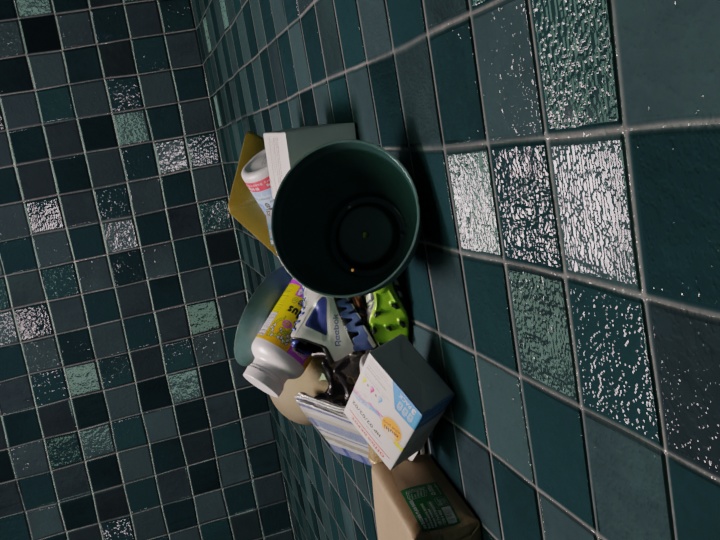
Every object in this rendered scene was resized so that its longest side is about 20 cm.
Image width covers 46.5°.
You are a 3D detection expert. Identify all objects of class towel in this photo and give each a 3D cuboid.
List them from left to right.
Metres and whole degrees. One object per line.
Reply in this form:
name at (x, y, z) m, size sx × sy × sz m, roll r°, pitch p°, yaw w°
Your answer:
towel at (-0.025, 0.292, 1.506) m, size 0.145 × 0.024 × 0.201 m, roll 14°, pitch 148°, yaw 34°

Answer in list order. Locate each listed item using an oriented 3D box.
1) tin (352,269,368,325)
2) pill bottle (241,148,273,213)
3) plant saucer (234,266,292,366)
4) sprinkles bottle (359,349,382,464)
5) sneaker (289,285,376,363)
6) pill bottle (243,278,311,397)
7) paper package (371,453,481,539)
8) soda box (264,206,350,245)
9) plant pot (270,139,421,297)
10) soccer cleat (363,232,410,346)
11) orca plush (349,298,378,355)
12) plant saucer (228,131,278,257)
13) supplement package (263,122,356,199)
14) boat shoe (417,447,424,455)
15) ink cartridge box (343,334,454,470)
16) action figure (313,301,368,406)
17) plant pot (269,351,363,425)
tin at (0.000, 0.000, 1.406) m, size 0.113 × 0.041 × 0.202 m, roll 100°, pitch 153°, yaw -48°
pill bottle at (-0.131, -0.129, 1.577) m, size 0.201 × 0.108 × 0.109 m, roll 59°, pitch 175°, yaw -27°
plant saucer at (-0.158, 0.091, 1.537) m, size 0.036 × 0.200 × 0.202 m, roll 25°, pitch 141°, yaw 19°
sprinkles bottle at (0.038, 0.230, 1.381) m, size 0.068 × 0.067 × 0.203 m, roll -126°, pitch 28°, yaw -58°
sneaker at (-0.070, 0.066, 1.307) m, size 0.200 × 0.114 × 0.081 m, roll 56°, pitch 175°, yaw 32°
pill bottle at (-0.120, 0.115, 1.454) m, size 0.103 × 0.202 × 0.105 m, roll 28°, pitch 162°, yaw 10°
paper package at (0.096, 0.400, 1.230) m, size 0.200 × 0.102 × 0.194 m, roll -133°, pitch 33°, yaw -65°
soda box at (-0.066, -0.074, 1.362) m, size 0.198 × 0.068 × 0.065 m, roll 5°, pitch 110°, yaw 44°
plant pot at (-0.006, -0.057, 1.123) m, size 0.134 × 0.197 × 0.204 m, roll 30°, pitch -137°, yaw -73°
soccer cleat at (0.036, 0.028, 1.255) m, size 0.081 × 0.066 × 0.203 m, roll -65°, pitch -36°, yaw -62°
orca plush at (-0.006, 0.120, 1.459) m, size 0.106 × 0.070 × 0.202 m, roll 98°, pitch 155°, yaw -55°
plant saucer at (-0.169, -0.150, 1.675) m, size 0.200 × 0.048 × 0.203 m, roll 44°, pitch -137°, yaw -43°
supplement package at (-0.082, -0.180, 1.403) m, size 0.200 × 0.119 × 0.122 m, roll -152°, pitch 54°, yaw -71°
boat shoe at (0.060, 0.234, 1.312) m, size 0.076 × 0.059 × 0.203 m, roll -139°, pitch 39°, yaw -66°
ink cartridge box at (0.046, 0.200, 1.196) m, size 0.115 × 0.067 × 0.201 m, roll 48°, pitch 144°, yaw 23°
action figure at (-0.042, 0.119, 1.376) m, size 0.118 × 0.101 × 0.204 m, roll 11°, pitch 106°, yaw 54°
plant pot at (-0.061, 0.190, 1.565) m, size 0.200 × 0.185 × 0.191 m, roll -26°, pitch 77°, yaw 65°
